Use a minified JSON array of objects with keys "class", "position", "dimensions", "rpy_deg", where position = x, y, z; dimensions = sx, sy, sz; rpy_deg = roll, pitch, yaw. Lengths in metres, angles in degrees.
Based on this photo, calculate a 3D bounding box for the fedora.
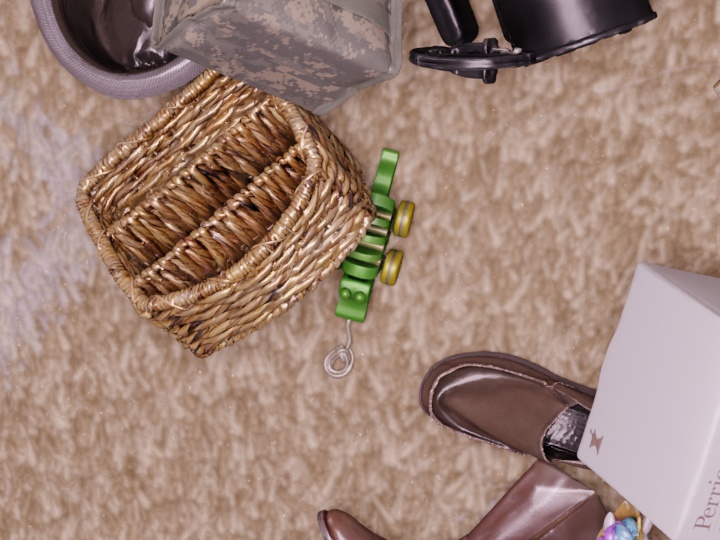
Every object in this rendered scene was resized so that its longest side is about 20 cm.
[{"class":"fedora","position":[-0.172,-0.236,1.458],"dimensions":[0.176,0.090,0.201],"rpy_deg":[-2,92,7]}]

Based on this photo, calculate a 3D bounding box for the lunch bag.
[{"class":"lunch bag","position":[-0.055,-0.242,1.365],"dimensions":[0.117,0.164,0.201],"rpy_deg":[-23,56,46]}]

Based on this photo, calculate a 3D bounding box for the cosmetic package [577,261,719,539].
[{"class":"cosmetic package","position":[0.302,0.109,1.377],"dimensions":[0.199,0.166,0.168],"rpy_deg":[10,103,-23]}]

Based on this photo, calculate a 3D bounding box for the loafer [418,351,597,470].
[{"class":"loafer","position":[0.145,0.116,1.483],"dimensions":[0.199,0.071,0.073],"rpy_deg":[12,101,6]}]

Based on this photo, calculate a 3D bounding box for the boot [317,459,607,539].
[{"class":"boot","position":[0.091,0.209,1.510],"dimensions":[0.200,0.064,0.186],"rpy_deg":[-42,105,16]}]

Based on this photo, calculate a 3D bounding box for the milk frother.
[{"class":"milk frother","position":[0.108,-0.244,1.363],"dimensions":[0.180,0.200,0.189],"rpy_deg":[-19,96,13]}]

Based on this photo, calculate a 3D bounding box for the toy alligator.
[{"class":"toy alligator","position":[0.000,0.000,1.493],"dimensions":[0.059,0.054,0.201],"rpy_deg":[15,101,6]}]

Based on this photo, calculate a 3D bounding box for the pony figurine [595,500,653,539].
[{"class":"pony figurine","position":[0.183,0.279,1.447],"dimensions":[0.193,0.167,0.200],"rpy_deg":[-32,128,-1]}]

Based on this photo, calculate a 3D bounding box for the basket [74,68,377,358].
[{"class":"basket","position":[-0.108,-0.047,1.432],"dimensions":[0.200,0.143,0.149],"rpy_deg":[-37,122,12]}]

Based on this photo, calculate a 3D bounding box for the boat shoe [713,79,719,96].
[{"class":"boat shoe","position":[0.374,-0.154,1.404],"dimensions":[0.199,0.074,0.069],"rpy_deg":[-19,91,10]}]
